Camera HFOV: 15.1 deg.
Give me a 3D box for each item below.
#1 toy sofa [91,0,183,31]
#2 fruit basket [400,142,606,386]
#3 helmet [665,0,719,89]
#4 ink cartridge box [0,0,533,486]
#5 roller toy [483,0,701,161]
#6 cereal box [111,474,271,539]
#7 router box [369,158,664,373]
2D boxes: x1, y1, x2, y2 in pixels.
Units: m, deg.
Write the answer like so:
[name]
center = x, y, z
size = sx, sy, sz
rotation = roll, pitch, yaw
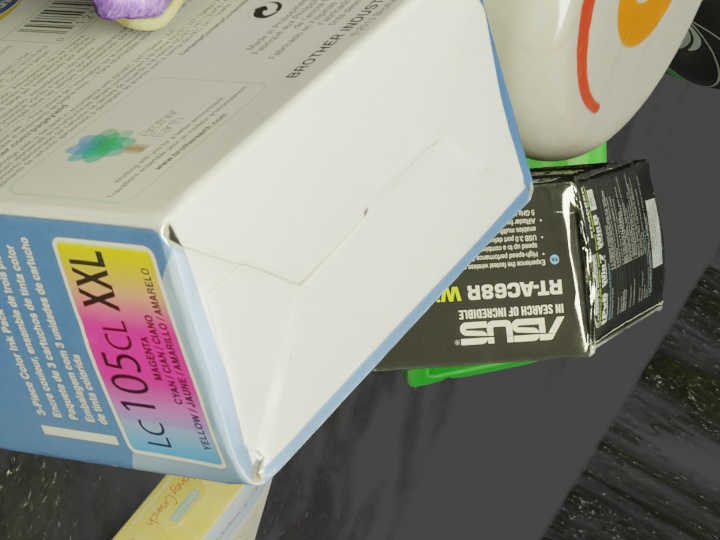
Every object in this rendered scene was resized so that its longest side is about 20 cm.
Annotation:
[toy sofa]
center = -0.043, -0.163, 0.649
size = 0.200, 0.098, 0.083
rotation = -56, 168, -19
[fruit basket]
center = 0.056, -0.070, 1.292
size = 0.216, 0.155, 0.216
rotation = 168, -90, -87
[helmet]
center = 0.201, -0.189, 1.461
size = 0.200, 0.200, 0.191
rotation = -62, 152, 3
[ink cartridge box]
center = -0.079, -0.023, 0.678
size = 0.136, 0.200, 0.076
rotation = -44, 131, -43
[roller toy]
center = 0.049, -0.142, 0.987
size = 0.182, 0.140, 0.200
rotation = -49, 153, -39
[cereal box]
center = -0.101, 0.173, 1.343
size = 0.144, 0.039, 0.200
rotation = -51, 165, -41
[router box]
center = 0.000, 0.000, 0.986
size = 0.150, 0.200, 0.062
rotation = -21, 106, -74
